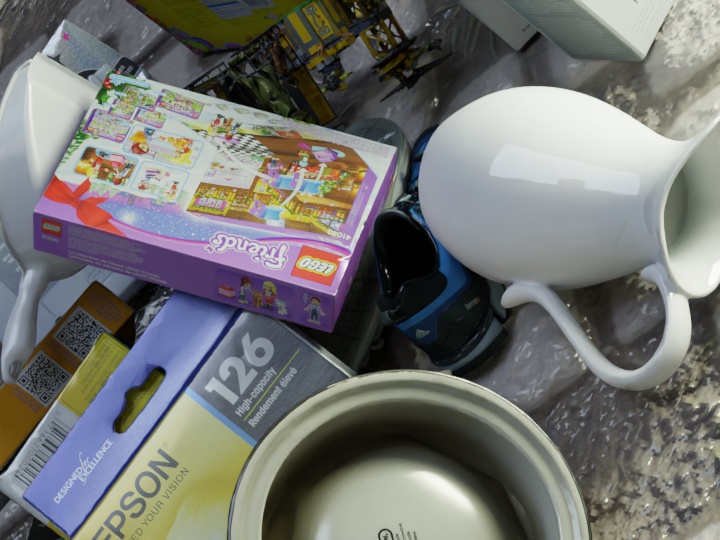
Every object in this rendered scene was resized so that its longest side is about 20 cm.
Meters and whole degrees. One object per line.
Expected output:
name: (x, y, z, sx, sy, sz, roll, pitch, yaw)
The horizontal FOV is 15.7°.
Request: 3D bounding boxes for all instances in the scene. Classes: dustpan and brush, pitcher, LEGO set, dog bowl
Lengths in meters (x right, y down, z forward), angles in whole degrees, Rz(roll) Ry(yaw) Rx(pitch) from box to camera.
dustpan and brush: (-0.201, -0.023, 1.710, 0.057, 0.140, 0.200, -11, 64, 33)
pitcher: (0.126, -0.022, 1.545, 0.200, 0.121, 0.172, 9, 76, 42)
LEGO set: (-0.037, -0.110, 1.803, 0.200, 0.116, 0.154, -32, 2, 23)
dog bowl: (0.024, 0.160, 1.449, 0.074, 0.200, 0.200, 107, -176, -69)

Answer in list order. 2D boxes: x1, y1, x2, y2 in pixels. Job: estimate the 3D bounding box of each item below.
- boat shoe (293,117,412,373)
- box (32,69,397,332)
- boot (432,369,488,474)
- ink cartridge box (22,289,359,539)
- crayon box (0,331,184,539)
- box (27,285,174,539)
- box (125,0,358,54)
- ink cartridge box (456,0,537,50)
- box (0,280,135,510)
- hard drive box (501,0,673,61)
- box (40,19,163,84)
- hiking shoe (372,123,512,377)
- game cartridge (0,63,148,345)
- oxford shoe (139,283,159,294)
boat shoe: (-0.001, -0.001, 1.737, 0.074, 0.065, 0.202, -1, 64, 29)
box: (-0.091, -0.046, 1.660, 0.039, 0.200, 0.137, 97, -168, -48)
boot: (0.039, 0.157, 1.519, 0.146, 0.070, 0.200, -30, 73, -8)
ink cartridge box: (-0.088, 0.123, 1.636, 0.200, 0.047, 0.198, 36, 91, 14)
crayon box: (-0.119, 0.147, 1.688, 0.200, 0.051, 0.127, 35, 89, 18)
box: (-0.146, 0.103, 1.828, 0.158, 0.048, 0.200, -19, 46, 41)
box: (-0.073, -0.286, 2.019, 0.200, 0.122, 0.193, -3, 58, 51)
ink cartridge box: (0.042, -0.257, 1.773, 0.086, 0.200, 0.146, -50, 33, 7)
box: (-0.228, 0.105, 1.759, 0.200, 0.041, 0.119, -48, -7, -16)
hard drive box: (0.126, -0.250, 1.662, 0.077, 0.200, 0.156, 9, 67, 54)
box: (-0.225, -0.070, 1.973, 0.200, 0.115, 0.132, -58, -7, -4)
hiking shoe: (0.050, -0.030, 1.664, 0.074, 0.087, 0.200, -34, 38, 28)
game cartridge: (-0.204, -0.034, 1.879, 0.133, 0.040, 0.200, 43, 89, 16)
oxford shoe: (-0.137, -0.036, 1.937, 0.200, 0.071, 0.071, -43, 20, 5)
